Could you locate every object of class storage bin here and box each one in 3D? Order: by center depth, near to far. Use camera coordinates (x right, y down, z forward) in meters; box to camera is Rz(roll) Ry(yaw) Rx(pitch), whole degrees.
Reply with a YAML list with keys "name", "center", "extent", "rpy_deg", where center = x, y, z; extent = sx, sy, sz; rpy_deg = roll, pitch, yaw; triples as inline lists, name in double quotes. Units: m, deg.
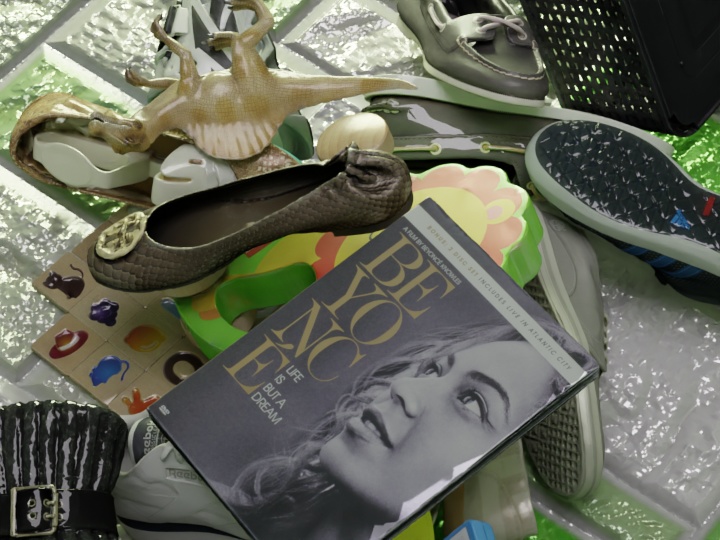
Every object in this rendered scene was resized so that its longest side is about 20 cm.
- name: "storage bin"
  center: [0.175, -0.199, 1.450]
  extent: [0.094, 0.200, 0.135]
  rpy_deg: [15, 51, 43]

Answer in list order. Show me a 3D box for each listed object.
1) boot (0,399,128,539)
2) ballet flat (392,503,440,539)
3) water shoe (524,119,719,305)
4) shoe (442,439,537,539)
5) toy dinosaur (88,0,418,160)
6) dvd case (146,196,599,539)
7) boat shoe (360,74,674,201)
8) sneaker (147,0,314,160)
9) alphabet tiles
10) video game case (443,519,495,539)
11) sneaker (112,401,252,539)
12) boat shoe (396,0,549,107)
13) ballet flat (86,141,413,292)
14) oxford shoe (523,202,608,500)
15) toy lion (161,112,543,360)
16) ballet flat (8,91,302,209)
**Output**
- name: "boot"
  center: [-0.131, 0.150, 1.215]
  extent: [0.210, 0.080, 0.158]
  rpy_deg: [5, 56, 7]
- name: "ballet flat"
  center: [0.016, 0.101, 1.329]
  extent: [0.067, 0.067, 0.200]
  rpy_deg: [23, 38, -22]
- name: "water shoe"
  center: [0.185, -0.019, 1.403]
  extent: [0.200, 0.079, 0.072]
  rpy_deg: [28, 57, 12]
- name: "shoe"
  center: [0.076, 0.069, 1.348]
  extent: [0.053, 0.070, 0.201]
  rpy_deg: [-5, 62, 12]
- name: "toy dinosaur"
  center: [-0.071, -0.114, 1.419]
  extent: [0.199, 0.058, 0.101]
  rpy_deg: [-11, 64, -7]
- name: "dvd case"
  center: [0.006, 0.065, 1.234]
  extent: [0.200, 0.016, 0.149]
  rpy_deg: [-37, 59, -12]
- name: "boat shoe"
  center: [0.097, -0.075, 1.457]
  extent: [0.201, 0.072, 0.061]
  rpy_deg: [11, 82, -4]
- name: "sneaker"
  center: [-0.105, -0.146, 1.503]
  extent: [0.088, 0.074, 0.200]
  rpy_deg: [-19, 60, -9]
- name: "alphabet tiles"
  center: [-0.098, 0.032, 1.416]
  extent: [0.200, 0.006, 0.166]
  rpy_deg: [35, 62, 23]
- name: "video game case"
  center: [0.044, 0.250, 1.186]
  extent: [0.018, 0.143, 0.200]
  rpy_deg: [17, 43, -38]
- name: "sneaker"
  center: [-0.072, 0.108, 1.270]
  extent: [0.199, 0.081, 0.077]
  rpy_deg: [-7, 44, 30]
- name: "boat shoe"
  center: [0.070, -0.157, 1.464]
  extent: [0.067, 0.057, 0.200]
  rpy_deg: [5, 20, -20]
- name: "ballet flat"
  center: [-0.068, -0.035, 1.330]
  extent: [0.199, 0.046, 0.068]
  rpy_deg: [-12, 45, 13]
- name: "oxford shoe"
  center: [0.123, 0.044, 1.371]
  extent: [0.058, 0.075, 0.201]
  rpy_deg: [10, 50, -26]
- name: "toy lion"
  center: [0.000, 0.000, 1.340]
  extent: [0.200, 0.069, 0.192]
  rpy_deg: [-34, 38, -10]
- name: "ballet flat"
  center: [-0.131, -0.060, 1.433]
  extent: [0.199, 0.071, 0.065]
  rpy_deg: [12, 27, 18]
